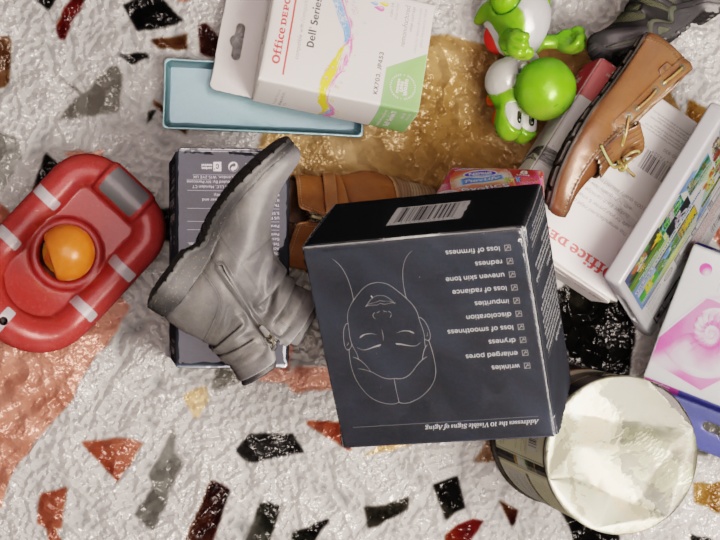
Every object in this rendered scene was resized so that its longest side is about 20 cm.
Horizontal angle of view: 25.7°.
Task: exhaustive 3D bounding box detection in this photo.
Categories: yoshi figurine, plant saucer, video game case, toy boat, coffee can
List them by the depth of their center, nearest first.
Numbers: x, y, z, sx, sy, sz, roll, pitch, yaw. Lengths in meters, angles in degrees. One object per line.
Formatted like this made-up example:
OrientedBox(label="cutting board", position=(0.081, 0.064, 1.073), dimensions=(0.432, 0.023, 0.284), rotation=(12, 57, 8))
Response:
OrientedBox(label="toy boat", position=(-0.276, -0.015, 1.476), dimensions=(0.130, 0.131, 0.200), rotation=(43, 83, -7))
OrientedBox(label="coffee can", position=(0.220, 0.168, 1.526), dimensions=(0.146, 0.200, 0.147), rotation=(0, 90, -10))
OrientedBox(label="yoshi figurine", position=(0.173, -0.227, 1.554), dimensions=(0.112, 0.112, 0.201), rotation=(1, 84, -3))
OrientedBox(label="video game case", position=(0.316, -0.046, 1.564), dimensions=(0.022, 0.182, 0.200), rotation=(30, 84, 26))
OrientedBox(label="plant saucer", position=(-0.096, -0.170, 1.565), dimensions=(0.199, 0.019, 0.070), rotation=(2, 90, -11))

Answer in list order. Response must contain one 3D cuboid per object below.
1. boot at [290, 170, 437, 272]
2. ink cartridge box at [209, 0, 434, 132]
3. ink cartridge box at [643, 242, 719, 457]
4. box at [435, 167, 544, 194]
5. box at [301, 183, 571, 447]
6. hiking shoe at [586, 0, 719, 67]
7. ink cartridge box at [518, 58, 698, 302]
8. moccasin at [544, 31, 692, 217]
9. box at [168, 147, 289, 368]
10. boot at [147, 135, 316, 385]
OrientedBox(label="boot", position=(0.000, 0.000, 1.537), dimensions=(0.155, 0.077, 0.201), rotation=(5, 84, -23))
OrientedBox(label="ink cartridge box", position=(-0.038, -0.216, 1.534), dimensions=(0.199, 0.067, 0.117), rotation=(10, 77, -8))
OrientedBox(label="ink cartridge box", position=(0.390, 0.098, 1.570), dimensions=(0.196, 0.043, 0.200), rotation=(21, 99, 14))
OrientedBox(label="box", position=(0.124, 0.011, 1.500), dimensions=(0.095, 0.100, 0.201), rotation=(2, 113, 14))
OrientedBox(label="box", position=(0.072, 0.041, 1.402), dimensions=(0.199, 0.124, 0.197), rotation=(-5, 110, 16))
OrientedBox(label="hiking shoe", position=(0.298, -0.280, 1.609), dimensions=(0.200, 0.076, 0.101), rotation=(-30, 87, -21))
OrientedBox(label="ink cartridge box", position=(0.237, -0.087, 1.588), dimensions=(0.147, 0.083, 0.200), rotation=(34, 85, -7))
OrientedBox(label="moccasin", position=(0.247, -0.132, 1.516), dimensions=(0.078, 0.074, 0.202), rotation=(36, 74, 4))
OrientedBox(label="box", position=(-0.126, -0.011, 1.494), dimensions=(0.107, 0.148, 0.201), rotation=(0, 89, -9))
OrientedBox(label="boot", position=(-0.083, -0.009, 1.399), dimensions=(0.132, 0.070, 0.200), rotation=(36, 95, -11))
